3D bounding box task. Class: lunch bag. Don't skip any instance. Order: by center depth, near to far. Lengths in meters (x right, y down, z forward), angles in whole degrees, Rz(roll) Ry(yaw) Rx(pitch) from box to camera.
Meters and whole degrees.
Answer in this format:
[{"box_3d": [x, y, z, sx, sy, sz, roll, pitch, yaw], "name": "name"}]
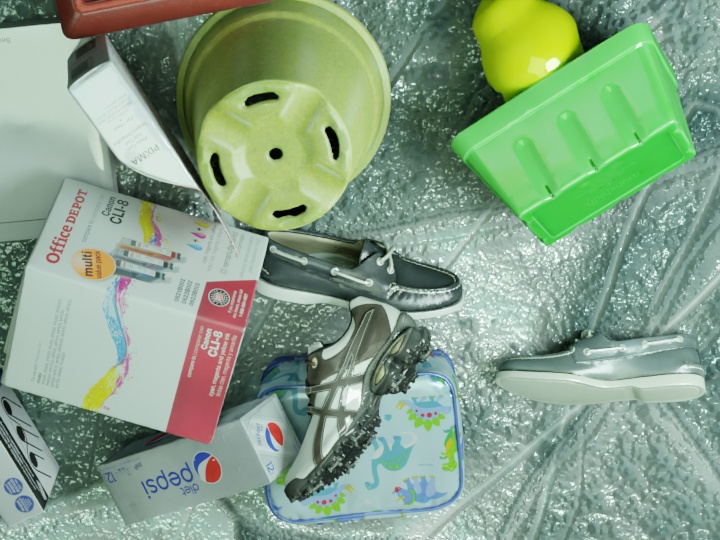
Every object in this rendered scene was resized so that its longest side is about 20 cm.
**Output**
[{"box_3d": [-0.001, 0.161, 1.681, 0.199, 0.083, 0.162, -6, 110, 2], "name": "lunch bag"}]

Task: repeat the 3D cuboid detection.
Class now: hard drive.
[{"box_3d": [-0.297, -0.128, 1.602, 0.131, 0.027, 0.201, -5, 110, 2], "name": "hard drive"}]

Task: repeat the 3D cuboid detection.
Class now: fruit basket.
[{"box_3d": [0.173, -0.156, 1.552, 0.214, 0.155, 0.217, -7, 72, 21], "name": "fruit basket"}]

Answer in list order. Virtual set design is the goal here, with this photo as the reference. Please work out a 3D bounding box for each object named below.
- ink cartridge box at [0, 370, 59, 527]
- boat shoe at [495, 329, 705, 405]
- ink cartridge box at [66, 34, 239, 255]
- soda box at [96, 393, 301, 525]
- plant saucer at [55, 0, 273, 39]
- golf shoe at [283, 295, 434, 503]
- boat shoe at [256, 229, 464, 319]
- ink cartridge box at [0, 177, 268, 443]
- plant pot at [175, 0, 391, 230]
[{"box_3d": [-0.360, 0.136, 1.665, 0.044, 0.094, 0.201, -25, 109, 9], "name": "ink cartridge box"}, {"box_3d": [0.229, 0.090, 1.677, 0.199, 0.073, 0.062, 0, 68, 7], "name": "boat shoe"}, {"box_3d": [-0.182, -0.102, 1.517, 0.047, 0.160, 0.200, -32, 108, 0], "name": "ink cartridge box"}, {"box_3d": [-0.152, 0.180, 1.650, 0.199, 0.063, 0.069, -22, 98, 37], "name": "soda box"}, {"box_3d": [-0.185, -0.314, 1.510, 0.199, 0.037, 0.201, -10, 101, 5], "name": "plant saucer"}, {"box_3d": [-0.021, 0.116, 1.593, 0.094, 0.078, 0.200, 36, 91, 16], "name": "golf shoe"}, {"box_3d": [0.000, 0.000, 1.624, 0.199, 0.076, 0.061, 4, 116, -2], "name": "boat shoe"}, {"box_3d": [-0.203, 0.035, 1.572, 0.199, 0.146, 0.145, 16, 127, -4], "name": "ink cartridge box"}, {"box_3d": [-0.071, -0.125, 1.519, 0.199, 0.184, 0.201, 0, 111, 1], "name": "plant pot"}]
